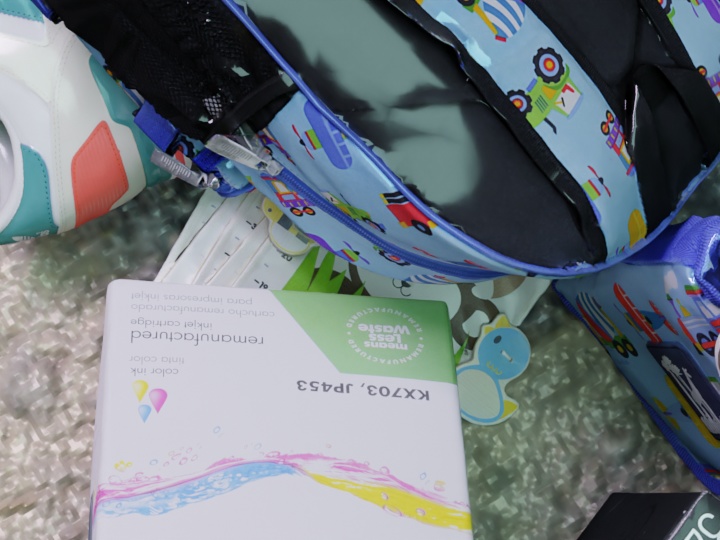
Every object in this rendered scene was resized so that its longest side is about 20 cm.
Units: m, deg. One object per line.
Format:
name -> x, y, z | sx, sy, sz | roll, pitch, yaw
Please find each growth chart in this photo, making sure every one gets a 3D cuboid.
growth chart -> 0.000, 0.000, 0.827 | 0.145, 0.018, 0.200 | 26, 84, -5

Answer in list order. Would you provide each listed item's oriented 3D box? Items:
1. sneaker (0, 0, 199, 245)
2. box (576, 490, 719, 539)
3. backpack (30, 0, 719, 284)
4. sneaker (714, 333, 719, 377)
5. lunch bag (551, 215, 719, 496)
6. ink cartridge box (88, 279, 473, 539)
sneaker -> -0.137, -0.101, 0.791 | 0.093, 0.070, 0.200 | -31, 92, -14
box -> 0.094, 0.193, 0.769 | 0.149, 0.124, 0.200 | 38, 81, -2
backpack -> 0.017, -0.085, 0.736 | 0.200, 0.135, 0.183 | 46, 56, -6
sneaker -> 0.194, 0.050, 0.673 | 0.200, 0.073, 0.085 | 33, 62, -8
lunch bag -> 0.154, 0.041, 0.768 | 0.200, 0.151, 0.094 | 41, 82, -6
ink cartridge box -> -0.025, 0.097, 0.718 | 0.117, 0.067, 0.200 | 3, 44, -8
